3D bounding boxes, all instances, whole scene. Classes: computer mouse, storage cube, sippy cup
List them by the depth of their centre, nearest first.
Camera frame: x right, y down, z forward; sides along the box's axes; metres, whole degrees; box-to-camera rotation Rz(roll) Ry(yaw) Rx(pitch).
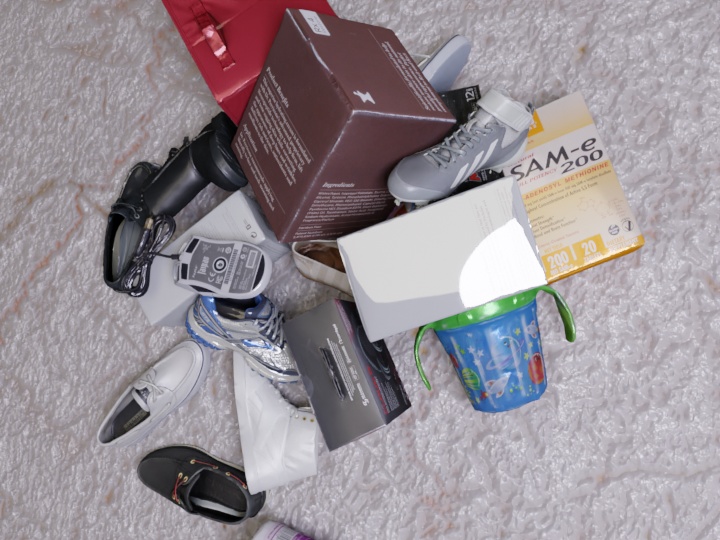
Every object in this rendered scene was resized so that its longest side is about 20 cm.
[{"bbox_3d":[0.163,0.094,0.729,0.175,0.138,0.134,-17,90,37],"label":"sippy cup"},{"bbox_3d":[-0.196,-0.003,0.750,0.195,0.044,0.112,12,74,15],"label":"computer mouse"},{"bbox_3d":[-0.120,-0.298,0.799,0.177,0.200,0.173,-32,76,3],"label":"storage cube"}]

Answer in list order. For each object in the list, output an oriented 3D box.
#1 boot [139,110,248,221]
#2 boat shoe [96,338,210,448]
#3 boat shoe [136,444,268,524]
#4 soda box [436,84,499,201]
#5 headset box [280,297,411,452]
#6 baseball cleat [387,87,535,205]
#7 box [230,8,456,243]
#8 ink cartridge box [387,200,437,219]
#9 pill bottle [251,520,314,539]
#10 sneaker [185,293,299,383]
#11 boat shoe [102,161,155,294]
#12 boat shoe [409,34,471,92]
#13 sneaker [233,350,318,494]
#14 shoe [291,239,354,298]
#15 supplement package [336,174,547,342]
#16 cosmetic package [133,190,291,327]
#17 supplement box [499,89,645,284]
[{"bbox_3d":[-0.229,-0.124,0.818,0.161,0.073,0.200,-38,34,9],"label":"boot"},{"bbox_3d":[-0.297,0.175,0.857,0.199,0.066,0.072,-41,77,6],"label":"boat shoe"},{"bbox_3d":[-0.226,0.293,0.831,0.196,0.063,0.076,11,89,16],"label":"boat shoe"},{"bbox_3d":[0.130,-0.120,0.758,0.069,0.063,0.205,-14,91,-15],"label":"soda box"},{"bbox_3d":[-0.013,0.120,0.725,0.076,0.200,0.152,-26,78,9],"label":"headset box"},{"bbox_3d":[0.112,-0.144,0.662,0.197,0.108,0.070,-27,55,-30],"label":"baseball cleat"},{"bbox_3d":[-0.029,-0.163,0.721,0.201,0.161,0.168,-52,57,40],"label":"box"},{"bbox_3d":[0.067,-0.064,0.812,0.092,0.037,0.205,13,85,14],"label":"ink cartridge box"},{"bbox_3d":[-0.053,0.406,0.750,0.196,0.112,0.115,19,89,15],"label":"pill bottle"},{"bbox_3d":[-0.130,0.078,0.787,0.196,0.078,0.086,22,126,-9],"label":"sneaker"},{"bbox_3d":[-0.344,-0.068,0.893,0.073,0.066,0.205,13,87,15],"label":"boat shoe"},{"bbox_3d":[0.057,-0.249,0.819,0.086,0.074,0.203,46,105,17],"label":"boat shoe"},{"bbox_3d":[-0.109,0.184,0.817,0.112,0.074,0.205,-11,75,-5],"label":"sneaker"},{"bbox_3d":[0.000,0.000,0.767,0.195,0.054,0.071,14,64,17],"label":"shoe"},{"bbox_3d":[0.088,-0.013,0.671,0.195,0.117,0.120,-19,91,8],"label":"supplement package"},{"bbox_3d":[-0.206,-0.009,0.832,0.198,0.113,0.082,-34,78,6],"label":"cosmetic package"},{"bbox_3d":[0.249,-0.098,0.750,0.123,0.073,0.205,-22,79,10],"label":"supplement box"}]
